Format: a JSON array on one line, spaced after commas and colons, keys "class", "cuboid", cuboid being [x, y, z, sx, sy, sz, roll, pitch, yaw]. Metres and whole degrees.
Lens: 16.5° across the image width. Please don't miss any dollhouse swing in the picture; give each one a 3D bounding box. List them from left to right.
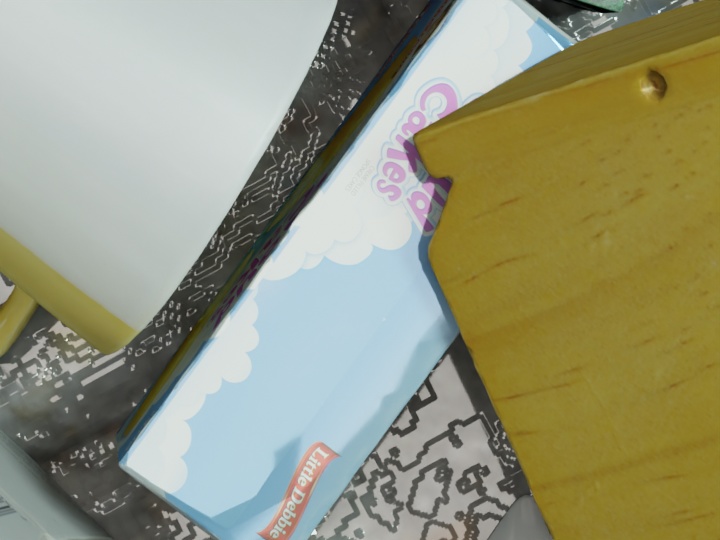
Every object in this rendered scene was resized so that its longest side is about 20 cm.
[{"class": "dollhouse swing", "cuboid": [0.158, -0.003, 0.795, 0.181, 0.176, 0.201, -15, 105, 42]}]

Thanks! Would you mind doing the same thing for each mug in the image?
[{"class": "mug", "cuboid": [-0.119, -0.059, 0.827, 0.153, 0.149, 0.187, 31, 93, -12]}]

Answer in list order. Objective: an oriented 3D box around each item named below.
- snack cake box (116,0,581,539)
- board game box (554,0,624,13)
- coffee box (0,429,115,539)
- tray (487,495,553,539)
[{"class": "snack cake box", "cuboid": [0.000, 0.000, 0.850, 0.067, 0.115, 0.200, 36, 87, -5]}, {"class": "board game box", "cuboid": [-0.007, -0.128, 0.857, 0.199, 0.105, 0.024, 17, 99, -3]}, {"class": "coffee box", "cuboid": [-0.225, 0.102, 0.808, 0.200, 0.200, 0.198, 42, 89, 4]}, {"class": "tray", "cuboid": [0.105, 0.176, 0.863, 0.200, 0.022, 0.108, 35, 87, 17]}]
